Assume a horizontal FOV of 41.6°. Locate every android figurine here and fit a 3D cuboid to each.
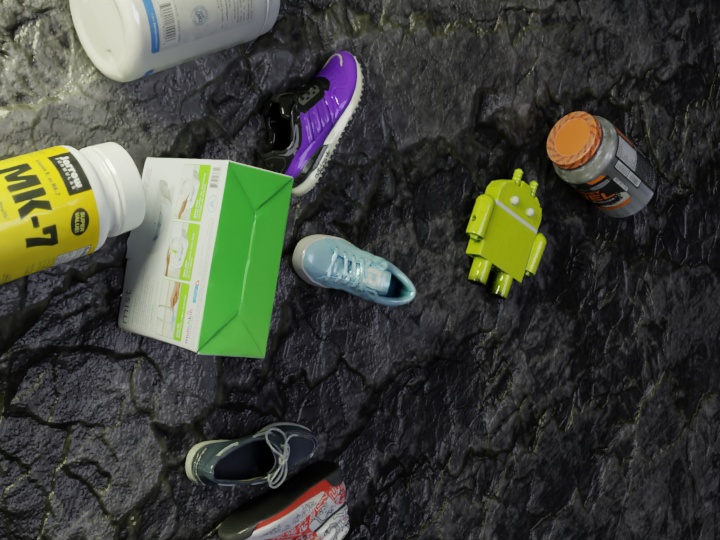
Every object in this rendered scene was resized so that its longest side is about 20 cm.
[{"bbox_3d":[0.236,-0.061,1.525,0.181,0.041,0.203,31,76,-40],"label":"android figurine"}]

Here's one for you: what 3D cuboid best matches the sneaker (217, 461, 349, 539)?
[{"bbox_3d":[-0.092,0.344,1.253,0.200,0.067,0.110,-24,108,-41],"label":"sneaker"}]

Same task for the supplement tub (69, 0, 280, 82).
[{"bbox_3d":[-0.200,-0.293,1.031,0.199,0.131,0.134,-30,114,-37],"label":"supplement tub"}]

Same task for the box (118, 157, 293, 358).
[{"bbox_3d":[-0.178,-0.017,1.055,0.096,0.175,0.204,10,88,-42],"label":"box"}]

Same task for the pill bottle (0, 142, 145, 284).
[{"bbox_3d":[-0.326,-0.060,0.956,0.199,0.113,0.116,-24,111,-38],"label":"pill bottle"}]

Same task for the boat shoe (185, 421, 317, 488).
[{"bbox_3d":[-0.126,0.237,1.212,0.198,0.061,0.076,4,90,-43],"label":"boat shoe"}]

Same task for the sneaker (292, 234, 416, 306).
[{"bbox_3d":[0.000,0.000,1.285,0.198,0.081,0.075,17,83,-42],"label":"sneaker"}]

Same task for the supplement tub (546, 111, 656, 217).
[{"bbox_3d":[0.408,-0.181,1.614,0.199,0.122,0.124,29,76,-40],"label":"supplement tub"}]

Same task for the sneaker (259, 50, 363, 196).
[{"bbox_3d":[-0.068,-0.206,1.206,0.099,0.069,0.203,33,73,-37],"label":"sneaker"}]
